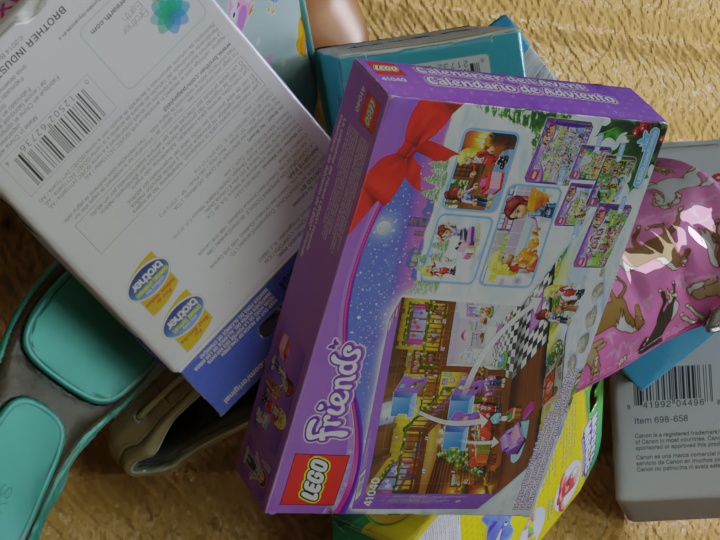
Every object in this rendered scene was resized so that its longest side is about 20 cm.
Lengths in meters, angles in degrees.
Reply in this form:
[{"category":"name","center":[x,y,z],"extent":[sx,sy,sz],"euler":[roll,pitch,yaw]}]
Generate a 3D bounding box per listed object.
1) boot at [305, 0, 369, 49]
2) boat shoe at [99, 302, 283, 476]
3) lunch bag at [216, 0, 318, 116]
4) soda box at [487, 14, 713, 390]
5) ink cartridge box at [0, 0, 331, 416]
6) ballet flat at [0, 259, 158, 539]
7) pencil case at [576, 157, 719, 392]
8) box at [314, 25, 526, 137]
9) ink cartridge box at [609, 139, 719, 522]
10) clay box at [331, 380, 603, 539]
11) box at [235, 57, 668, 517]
[{"category":"boot","center":[-0.018,-0.187,1.222],"extent":[0.200,0.154,0.074],"euler":[55,46,-19]},{"category":"boat shoe","center":[-0.029,0.031,1.123],"extent":[0.075,0.200,0.069],"euler":[44,23,-55]},{"category":"lunch bag","center":[-0.085,-0.110,1.143],"extent":[0.200,0.077,0.161],"euler":[82,28,-42]},{"category":"soda box","center":[0.110,-0.036,1.323],"extent":[0.200,0.068,0.064],"euler":[52,1,-1]},{"category":"ink cartridge box","center":[-0.083,-0.045,1.040],"extent":[0.119,0.042,0.200],"euler":[-46,120,-8]},{"category":"ballet flat","center":[-0.142,0.055,1.085],"extent":[0.067,0.070,0.200],"euler":[41,64,-23]},{"category":"pencil case","center":[0.095,0.019,1.203],"extent":[0.200,0.086,0.083],"euler":[-26,133,-26]},{"category":"box","center":[0.025,-0.084,1.164],"extent":[0.082,0.200,0.049],"euler":[-9,96,-3]},{"category":"ink cartridge box","center":[0.212,0.033,1.394],"extent":[0.084,0.144,0.201],"euler":[54,34,-73]},{"category":"clay box","center":[0.059,0.107,1.254],"extent":[0.200,0.048,0.115],"euler":[-47,147,-39]},{"category":"box","center":[0.037,0.012,1.069],"extent":[0.136,0.039,0.200],"euler":[4,117,-28]}]
